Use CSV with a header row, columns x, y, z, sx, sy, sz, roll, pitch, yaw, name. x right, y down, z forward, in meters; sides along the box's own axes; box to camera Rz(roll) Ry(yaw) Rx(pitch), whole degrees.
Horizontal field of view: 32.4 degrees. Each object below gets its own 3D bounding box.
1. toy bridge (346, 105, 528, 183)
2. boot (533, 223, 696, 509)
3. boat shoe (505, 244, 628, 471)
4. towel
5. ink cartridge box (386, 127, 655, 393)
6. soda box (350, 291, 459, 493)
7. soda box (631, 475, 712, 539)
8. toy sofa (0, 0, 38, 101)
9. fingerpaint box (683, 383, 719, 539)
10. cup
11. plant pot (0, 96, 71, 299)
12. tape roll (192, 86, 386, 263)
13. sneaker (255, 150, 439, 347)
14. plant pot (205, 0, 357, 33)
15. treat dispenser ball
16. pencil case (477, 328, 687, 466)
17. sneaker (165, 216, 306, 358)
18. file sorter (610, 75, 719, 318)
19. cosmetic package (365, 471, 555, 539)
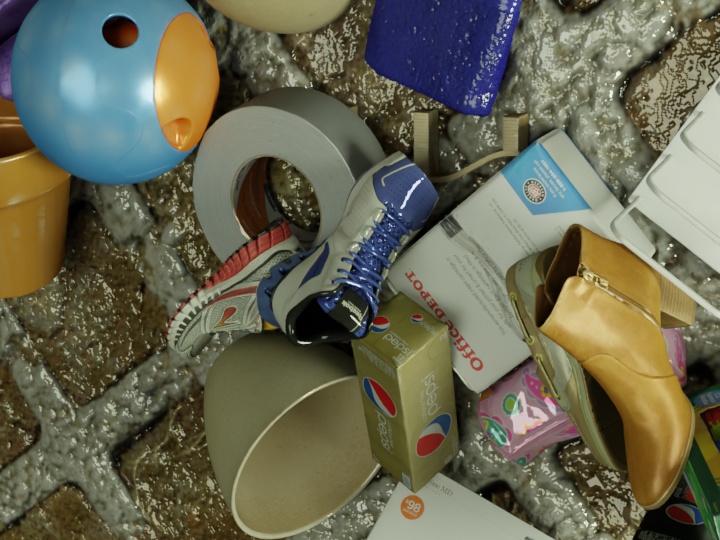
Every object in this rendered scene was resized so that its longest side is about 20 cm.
x,y,z,sx,sy,sz,roll,pitch,yaw,name
0.061,-0.118,1.169,0.197,0.027,0.068,6,107,26,toy bridge
0.196,0.075,0.989,0.071,0.143,0.204,-24,49,57,boot
0.183,0.076,1.056,0.066,0.074,0.202,-12,101,53,boat shoe
0.087,-0.254,1.108,0.147,0.049,0.202,30,116,27,towel
0.142,-0.008,1.127,0.200,0.084,0.145,-40,86,29,ink cartridge box
0.045,0.117,1.162,0.064,0.067,0.201,36,151,33,soda box
0.279,0.224,1.059,0.063,0.200,0.072,13,110,23,soda box
-0.326,-0.265,1.256,0.199,0.083,0.098,-34,84,10,toy sofa
0.342,0.149,0.977,0.165,0.200,0.074,-18,107,9,fingerpaint box
-0.078,0.142,1.238,0.143,0.198,0.202,45,122,37,cup
-0.393,-0.079,1.326,0.198,0.200,0.185,15,126,22,plant pot
-0.066,-0.073,1.207,0.198,0.066,0.203,13,118,25,tape roll
-0.001,0.001,1.091,0.199,0.115,0.080,-44,120,6,sneaker
-0.097,-0.313,1.132,0.198,0.134,0.203,8,108,25,plant pot
-0.234,-0.184,1.189,0.198,0.200,0.204,7,108,24,treat dispenser ball
0.203,0.105,1.129,0.199,0.087,0.088,-32,89,31,pencil case
-0.118,0.036,1.202,0.082,0.078,0.200,50,129,-1,sneaker
0.316,-0.081,0.998,0.138,0.124,0.201,39,117,11,file sorter
0.100,0.300,1.212,0.198,0.052,0.152,27,74,17,cosmetic package
